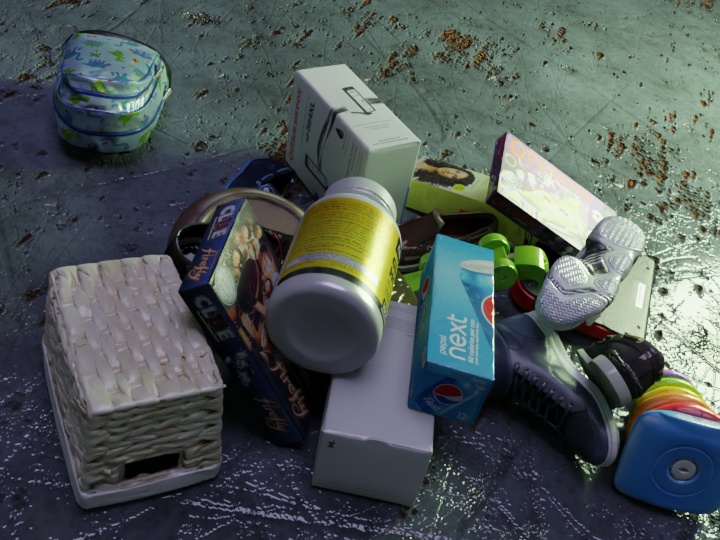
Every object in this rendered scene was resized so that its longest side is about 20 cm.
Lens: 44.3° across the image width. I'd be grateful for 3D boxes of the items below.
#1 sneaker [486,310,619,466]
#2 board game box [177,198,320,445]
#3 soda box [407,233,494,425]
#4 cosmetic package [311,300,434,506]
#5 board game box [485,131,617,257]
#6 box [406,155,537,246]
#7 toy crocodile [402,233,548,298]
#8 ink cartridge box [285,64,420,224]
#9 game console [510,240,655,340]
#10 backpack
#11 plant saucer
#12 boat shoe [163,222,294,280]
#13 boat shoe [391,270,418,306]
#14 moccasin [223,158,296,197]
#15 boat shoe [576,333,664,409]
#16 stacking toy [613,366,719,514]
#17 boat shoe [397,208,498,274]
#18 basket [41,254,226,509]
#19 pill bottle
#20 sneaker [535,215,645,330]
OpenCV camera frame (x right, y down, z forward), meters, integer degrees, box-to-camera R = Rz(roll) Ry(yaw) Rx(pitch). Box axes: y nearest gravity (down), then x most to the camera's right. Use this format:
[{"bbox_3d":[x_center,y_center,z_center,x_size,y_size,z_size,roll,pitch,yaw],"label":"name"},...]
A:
[{"bbox_3d":[0.167,0.131,0.928,0.144,0.078,0.203,-5,42,-25],"label":"sneaker"},{"bbox_3d":[-0.097,0.050,0.860,0.034,0.201,0.136,-14,34,19],"label":"board game box"},{"bbox_3d":[0.093,0.052,0.883,0.067,0.065,0.201,16,38,-4],"label":"soda box"},{"bbox_3d":[0.019,0.123,0.889,0.106,0.086,0.201,13,39,-1],"label":"cosmetic package"},{"bbox_3d":[0.250,-0.081,1.136,0.199,0.032,0.121,32,42,-17],"label":"board game box"},{"bbox_3d":[0.155,-0.095,1.198,0.198,0.051,0.075,21,39,21],"label":"box"},{"bbox_3d":[0.126,0.011,1.051,0.197,0.062,0.068,-16,37,6],"label":"toy crocodile"},{"bbox_3d":[-0.017,-0.157,1.166,0.083,0.147,0.200,-14,45,-28],"label":"ink cartridge box"},{"bbox_3d":[0.294,0.013,1.157,0.175,0.031,0.201,24,40,6],"label":"game console"},{"bbox_3d":[-0.340,-0.241,1.189,0.161,0.154,0.202,13,51,-12],"label":"backpack"},{"bbox_3d":[-0.117,-0.013,0.993,0.198,0.032,0.203,11,60,-19],"label":"plant saucer"},{"bbox_3d":[-0.108,-0.010,0.941,0.199,0.063,0.075,3,60,-24],"label":"boat shoe"},{"bbox_3d":[0.001,0.001,1.034,0.071,0.066,0.202,7,42,-43],"label":"boat shoe"},{"bbox_3d":[-0.127,-0.089,1.097,0.067,0.081,0.201,4,39,9],"label":"moccasin"},{"bbox_3d":[0.273,0.103,0.929,0.060,0.201,0.072,-33,84,4],"label":"boat shoe"},{"bbox_3d":[0.332,0.153,0.954,0.114,0.111,0.201,14,27,3],"label":"stacking toy"},{"bbox_3d":[0.084,-0.048,1.122,0.200,0.076,0.075,-5,42,-23],"label":"boat shoe"},{"bbox_3d":[-0.215,0.093,0.819,0.134,0.124,0.201,-9,44,-26],"label":"basket"},{"bbox_3d":[-0.019,-0.004,0.882,0.111,0.113,0.201,15,40,1],"label":"pill bottle"},{"bbox_3d":[0.252,0.028,1.017,0.075,0.116,0.200,36,50,17],"label":"sneaker"}]
